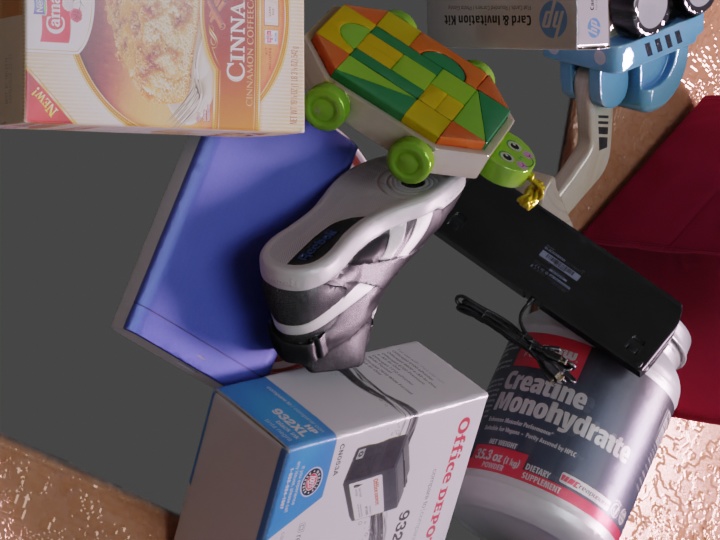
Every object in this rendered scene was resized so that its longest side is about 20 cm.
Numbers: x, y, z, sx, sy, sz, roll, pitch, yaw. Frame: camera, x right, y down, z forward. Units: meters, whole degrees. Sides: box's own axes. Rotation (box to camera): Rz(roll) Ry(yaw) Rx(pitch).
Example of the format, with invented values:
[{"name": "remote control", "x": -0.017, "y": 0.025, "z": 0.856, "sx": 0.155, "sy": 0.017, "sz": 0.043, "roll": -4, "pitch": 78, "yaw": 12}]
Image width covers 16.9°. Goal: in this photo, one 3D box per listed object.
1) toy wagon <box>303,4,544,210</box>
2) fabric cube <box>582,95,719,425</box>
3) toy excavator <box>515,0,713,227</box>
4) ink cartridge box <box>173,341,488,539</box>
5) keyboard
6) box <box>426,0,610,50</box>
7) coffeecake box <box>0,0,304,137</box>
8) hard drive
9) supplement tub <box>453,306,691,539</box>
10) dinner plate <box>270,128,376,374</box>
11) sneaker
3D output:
[{"name": "toy wagon", "x": 0.050, "y": -0.115, "z": 1.706, "sx": 0.040, "sy": 0.200, "sz": 0.155, "roll": -60, "pitch": 176, "yaw": 34}, {"name": "fabric cube", "x": 0.333, "y": -0.004, "z": 1.979, "sx": 0.199, "sy": 0.200, "sz": 0.196, "roll": -46, "pitch": 125, "yaw": -29}, {"name": "toy excavator", "x": 0.193, "y": -0.142, "z": 1.907, "sx": 0.194, "sy": 0.100, "sz": 0.200, "roll": -25, "pitch": 120, "yaw": -39}, {"name": "ink cartridge box", "x": -0.020, "y": 0.144, "z": 1.689, "sx": 0.200, "sy": 0.084, "sz": 0.145, "roll": -12, "pitch": 126, "yaw": -44}, {"name": "keyboard", "x": 0.134, "y": 0.016, "z": 1.811, "sx": 0.127, "sy": 0.200, "sz": 0.021, "roll": -47, "pitch": 165, "yaw": -32}, {"name": "box", "x": 0.112, "y": -0.262, "z": 1.761, "sx": 0.041, "sy": 0.156, "sz": 0.200, "roll": -10, "pitch": 101, "yaw": -41}, {"name": "coffeecake box", "x": -0.138, "y": -0.165, "z": 1.546, "sx": 0.200, "sy": 0.073, "sz": 0.154, "roll": 0, "pitch": 90, "yaw": -32}, {"name": "hard drive", "x": -0.083, "y": -0.025, "z": 1.651, "sx": 0.132, "sy": 0.025, "sz": 0.200, "roll": 34, "pitch": 71, "yaw": -41}, {"name": "supplement tub", "x": 0.161, "y": 0.118, "z": 1.858, "sx": 0.140, "sy": 0.140, "sz": 0.200, "roll": 41, "pitch": 66, "yaw": -39}, {"name": "dinner plate", "x": -0.058, "y": -0.012, "z": 1.711, "sx": 0.200, "sy": 0.024, "sz": 0.200, "roll": -4, "pitch": 96, "yaw": -45}, {"name": "sneaker", "x": 0.000, "y": 0.000, "z": 1.685, "sx": 0.200, "sy": 0.073, "sz": 0.112, "roll": -34, "pitch": 134, "yaw": -41}]
